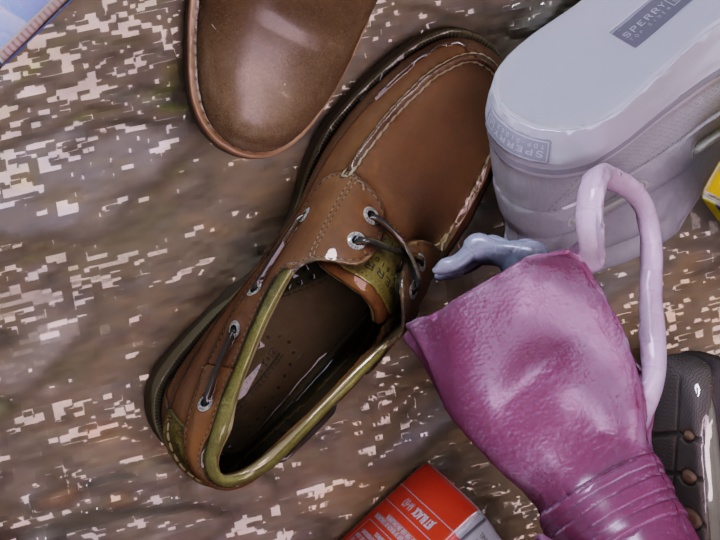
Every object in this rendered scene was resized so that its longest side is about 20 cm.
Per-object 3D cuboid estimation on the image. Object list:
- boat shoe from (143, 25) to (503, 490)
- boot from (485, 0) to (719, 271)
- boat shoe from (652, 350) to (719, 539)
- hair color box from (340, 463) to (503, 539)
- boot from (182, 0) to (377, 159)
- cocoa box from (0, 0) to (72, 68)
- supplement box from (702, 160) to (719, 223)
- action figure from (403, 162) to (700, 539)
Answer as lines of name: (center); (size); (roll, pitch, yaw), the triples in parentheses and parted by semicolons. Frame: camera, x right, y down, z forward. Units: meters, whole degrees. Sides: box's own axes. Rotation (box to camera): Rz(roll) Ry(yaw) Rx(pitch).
boat shoe: (0.000, 0.000, 0.987); (0.072, 0.068, 0.201); (34, 90, -22)
boot: (0.126, -0.075, 1.023); (0.199, 0.074, 0.096); (-33, 144, -23)
boat shoe: (0.152, 0.119, 1.080); (0.073, 0.074, 0.201); (-20, 119, -25)
hair color box: (-0.006, 0.188, 1.038); (0.200, 0.064, 0.111); (-42, 114, -4)
boot: (-0.006, -0.131, 0.948); (0.073, 0.075, 0.201); (20, 97, -25)
cocoa box: (-0.184, -0.152, 0.845); (0.131, 0.133, 0.200); (-44, 114, -4)
supplement box: (0.230, -0.076, 0.986); (0.108, 0.109, 0.201); (31, 89, 20)
action figure: (0.095, 0.084, 0.953); (0.149, 0.134, 0.201); (-36, 71, 22)
